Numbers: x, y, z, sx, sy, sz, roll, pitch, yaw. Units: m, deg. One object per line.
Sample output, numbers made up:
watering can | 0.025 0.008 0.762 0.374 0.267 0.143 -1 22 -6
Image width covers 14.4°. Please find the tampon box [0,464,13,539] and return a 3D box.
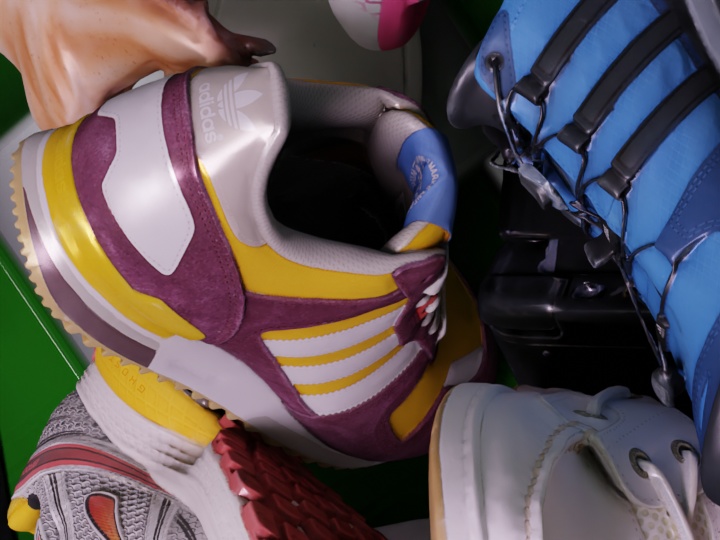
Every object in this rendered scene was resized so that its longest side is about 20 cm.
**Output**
tampon box | -0.204 0.143 0.954 0.150 0.126 0.200 1 107 29

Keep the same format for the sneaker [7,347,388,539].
sneaker | -0.041 0.087 0.783 0.078 0.200 0.082 35 93 -28

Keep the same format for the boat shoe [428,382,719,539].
boat shoe | 0.059 0.059 0.680 0.069 0.200 0.071 0 97 12

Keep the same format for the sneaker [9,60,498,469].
sneaker | 0.000 0.000 0.754 0.090 0.200 0.075 -21 67 27

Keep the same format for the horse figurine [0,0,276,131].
horse figurine | -0.099 -0.083 0.813 0.200 0.050 0.133 53 158 24

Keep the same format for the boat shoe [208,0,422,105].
boat shoe | -0.032 -0.095 0.824 0.062 0.073 0.200 -140 35 -66

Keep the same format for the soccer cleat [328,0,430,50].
soccer cleat | 0.001 -0.162 0.760 0.086 0.070 0.200 13 106 9

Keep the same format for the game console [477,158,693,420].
game console | 0.145 -0.010 0.764 0.200 0.116 0.176 1 137 30

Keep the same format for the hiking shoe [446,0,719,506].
hiking shoe | 0.066 -0.027 0.689 0.087 0.200 0.074 -8 148 2

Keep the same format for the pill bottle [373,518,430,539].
pill bottle | -0.043 0.145 0.871 0.200 0.111 0.111 -15 99 33
